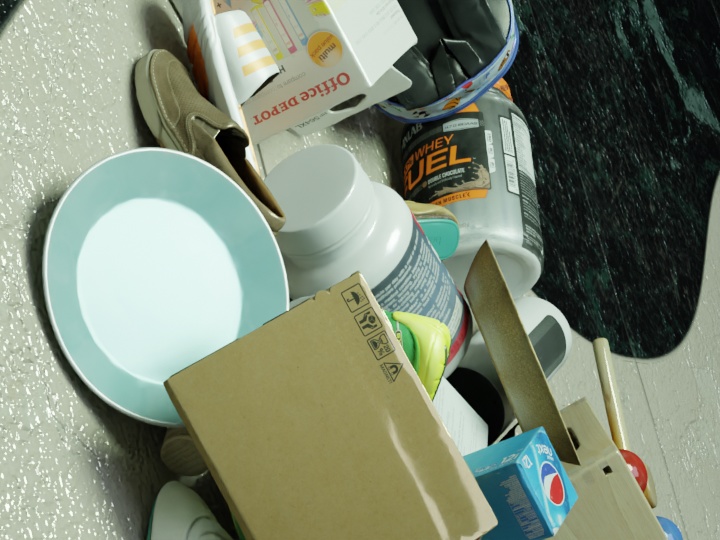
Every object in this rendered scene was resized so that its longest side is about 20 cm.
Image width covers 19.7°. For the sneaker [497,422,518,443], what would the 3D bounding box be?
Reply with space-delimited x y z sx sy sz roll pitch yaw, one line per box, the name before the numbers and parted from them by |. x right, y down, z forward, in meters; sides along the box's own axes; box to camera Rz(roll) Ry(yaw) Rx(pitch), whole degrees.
sneaker | 0.108 0.184 1.699 0.060 0.104 0.200 47 4 -1

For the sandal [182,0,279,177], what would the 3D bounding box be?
sandal | -0.091 -0.137 1.648 0.079 0.059 0.209 165 -91 -74

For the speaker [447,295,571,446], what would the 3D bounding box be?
speaker | 0.124 0.092 1.864 0.082 0.081 0.200 64 28 -6

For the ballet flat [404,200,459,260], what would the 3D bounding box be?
ballet flat | -0.003 -0.031 1.747 0.199 0.063 0.069 3 108 -42

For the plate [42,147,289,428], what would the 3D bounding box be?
plate | -0.139 0.013 1.461 0.199 0.025 0.202 10 72 -33

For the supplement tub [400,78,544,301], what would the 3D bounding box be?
supplement tub | 0.100 -0.078 1.899 0.122 0.122 0.202 35 41 -45

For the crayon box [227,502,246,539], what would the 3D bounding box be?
crayon box | -0.047 0.215 1.451 0.127 0.050 0.202 85 -14 -84

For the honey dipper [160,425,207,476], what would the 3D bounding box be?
honey dipper | -0.109 0.072 1.522 0.038 0.038 0.201 52 27 -26

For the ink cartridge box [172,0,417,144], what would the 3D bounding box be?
ink cartridge box | -0.054 -0.212 1.720 0.201 0.128 0.125 60 29 -11

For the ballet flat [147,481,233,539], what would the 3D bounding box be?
ballet flat | -0.104 0.226 1.380 0.069 0.069 0.202 40 38 -40

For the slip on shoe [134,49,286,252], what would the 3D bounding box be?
slip on shoe | -0.113 -0.095 1.573 0.076 0.060 0.201 26 35 -50

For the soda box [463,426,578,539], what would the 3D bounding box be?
soda box | 0.058 0.187 1.548 0.065 0.199 0.068 62 29 -8

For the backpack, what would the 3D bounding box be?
backpack | 0.047 -0.230 1.844 0.192 0.199 0.154 60 8 17

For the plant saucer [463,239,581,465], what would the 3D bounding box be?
plant saucer | 0.127 0.073 1.705 0.200 0.035 0.202 -23 90 -87

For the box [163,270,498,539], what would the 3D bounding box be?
box | -0.019 0.124 1.398 0.163 0.021 0.201 -28 88 -22

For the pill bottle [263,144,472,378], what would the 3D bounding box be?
pill bottle | 0.000 0.000 1.636 0.120 0.119 0.201 -85 152 -42

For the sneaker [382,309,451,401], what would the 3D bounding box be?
sneaker | 0.001 0.107 1.503 0.083 0.201 0.074 26 28 3

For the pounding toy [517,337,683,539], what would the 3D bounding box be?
pounding toy | 0.215 0.195 1.846 0.185 0.141 0.200 60 4 -14

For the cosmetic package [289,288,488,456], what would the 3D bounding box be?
cosmetic package | 0.002 0.109 1.604 0.200 0.112 0.082 44 35 -33
